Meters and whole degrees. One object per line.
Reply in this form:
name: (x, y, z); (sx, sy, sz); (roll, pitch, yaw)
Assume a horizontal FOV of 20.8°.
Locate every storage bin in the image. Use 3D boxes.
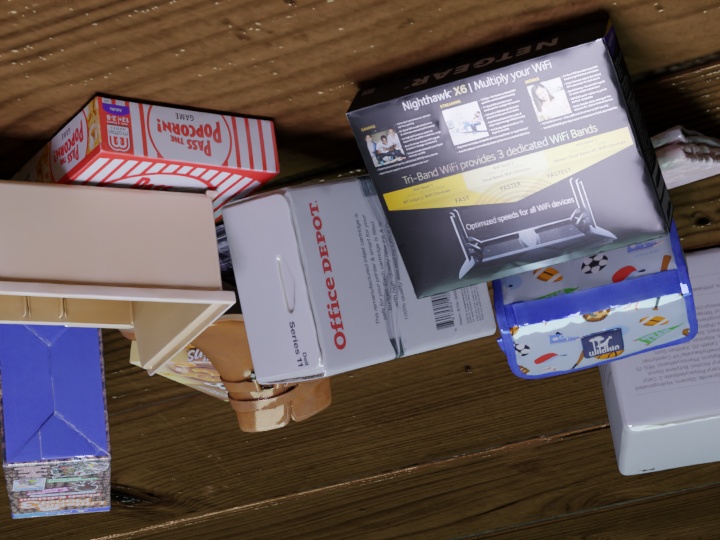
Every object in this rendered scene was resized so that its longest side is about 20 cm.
storage bin: (-0.228, 0.011, 1.488); (0.200, 0.094, 0.199); (2, 158, -27)

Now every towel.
towel: (0.197, -0.073, 1.589); (0.191, 0.032, 0.200); (-18, 174, 22)

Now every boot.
boot: (-0.115, 0.074, 1.744); (0.199, 0.077, 0.156); (-14, 127, -16)

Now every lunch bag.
lunch bag: (0.199, 0.018, 1.687); (0.170, 0.124, 0.200); (-13, -175, 6)

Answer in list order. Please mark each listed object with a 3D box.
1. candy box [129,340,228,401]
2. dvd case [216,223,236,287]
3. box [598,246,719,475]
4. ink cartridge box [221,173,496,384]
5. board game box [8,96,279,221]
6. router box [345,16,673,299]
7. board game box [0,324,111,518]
candy box: (-0.123, 0.084, 1.895); (0.115, 0.055, 0.200); (-1, 166, 24)
dvd case: (-0.108, 0.002, 1.767); (0.148, 0.016, 0.200); (-19, 157, 26)
box: (0.340, 0.089, 1.953); (0.199, 0.172, 0.199); (-9, 161, 3)
ink cartridge box: (0.000, 0.000, 1.530); (0.083, 0.147, 0.200); (-12, 178, 45)
board game box: (-0.178, -0.065, 1.507); (0.151, 0.046, 0.200); (5, 156, -33)
router box: (0.109, -0.079, 1.428); (0.200, 0.158, 0.052); (-14, -158, 18)
board game box: (-0.287, 0.130, 1.840); (0.097, 0.160, 0.200); (-4, 160, -9)
